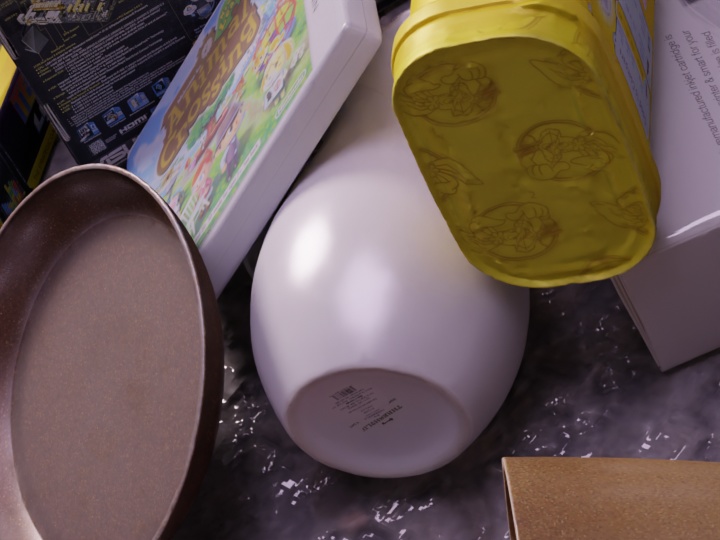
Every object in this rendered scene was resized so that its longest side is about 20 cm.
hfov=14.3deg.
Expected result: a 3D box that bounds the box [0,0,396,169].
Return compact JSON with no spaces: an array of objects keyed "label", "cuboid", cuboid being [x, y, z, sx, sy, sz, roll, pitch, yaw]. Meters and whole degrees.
[{"label":"box","cuboid":[-0.086,-0.153,1.410,0.200,0.161,0.049,-32,46,-2]}]

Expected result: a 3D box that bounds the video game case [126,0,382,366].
[{"label":"video game case","cuboid":[-0.055,-0.077,1.322,0.200,0.022,0.182,-56,22,27]}]

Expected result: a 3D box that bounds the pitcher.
[{"label":"pitcher","cuboid":[0.000,0.000,1.285,0.171,0.121,0.200,-35,35,38]}]

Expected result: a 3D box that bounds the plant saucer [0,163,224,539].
[{"label":"plant saucer","cuboid":[-0.119,0.054,1.280,0.200,0.032,0.201,-15,71,49]}]

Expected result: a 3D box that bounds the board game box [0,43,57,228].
[{"label":"board game box","cuboid":[-0.236,-0.092,1.502,0.165,0.057,0.200,-1,52,23]}]

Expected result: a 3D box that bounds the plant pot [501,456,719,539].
[{"label":"plant pot","cuboid":[0.161,0.147,1.045,0.199,0.187,0.187,-8,48,2]}]

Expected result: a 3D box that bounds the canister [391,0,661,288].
[{"label":"canister","cuboid":[0.074,-0.116,1.197,0.086,0.149,0.200,-9,47,18]}]

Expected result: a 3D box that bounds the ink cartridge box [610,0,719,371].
[{"label":"ink cartridge box","cuboid":[0.189,-0.065,1.259,0.200,0.083,0.147,-23,47,5]}]
